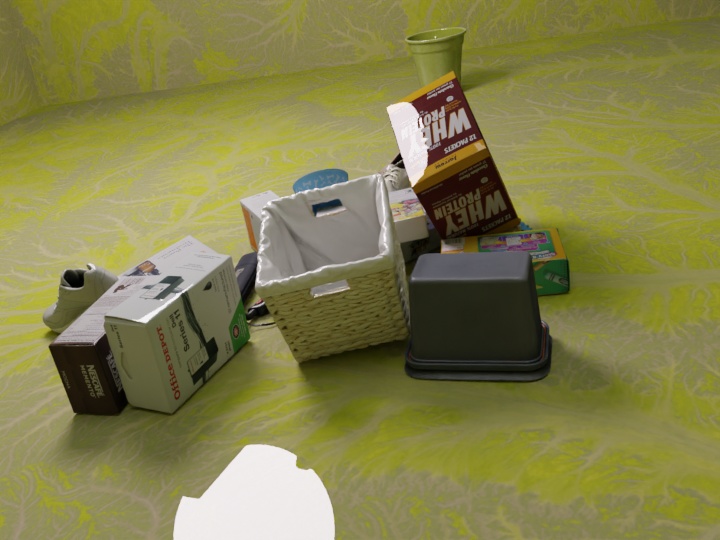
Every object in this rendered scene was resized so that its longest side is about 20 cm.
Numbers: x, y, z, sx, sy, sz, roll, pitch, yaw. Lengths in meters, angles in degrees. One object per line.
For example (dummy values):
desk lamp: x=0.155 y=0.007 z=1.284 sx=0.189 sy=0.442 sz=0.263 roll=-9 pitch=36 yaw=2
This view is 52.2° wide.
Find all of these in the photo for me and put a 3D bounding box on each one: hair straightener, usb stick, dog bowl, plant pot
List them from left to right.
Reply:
usb stick: x=-0.213 y=0.022 z=1.300 sx=0.054 sy=0.033 sz=0.201 roll=-6 pitch=26 yaw=11
hair straightener: x=-0.120 y=0.036 z=1.226 sx=0.076 sy=0.042 sz=0.199 roll=11 pitch=32 yaw=38
dog bowl: x=-0.059 y=-0.135 z=1.429 sx=0.109 sy=0.051 sz=0.200 roll=-17 pitch=-15 yaw=11
plant pot: x=0.251 y=-0.664 z=2.363 sx=0.194 sy=0.189 sz=0.201 roll=-8 pitch=24 yaw=4

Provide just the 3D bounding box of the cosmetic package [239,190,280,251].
cosmetic package: x=-0.161 y=-0.073 z=1.398 sx=0.070 sy=0.104 sz=0.199 roll=-19 pitch=26 yaw=-19

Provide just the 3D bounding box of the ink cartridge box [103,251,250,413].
ink cartridge box: x=-0.256 y=0.084 z=1.055 sx=0.081 sy=0.150 sz=0.200 roll=5 pitch=30 yaw=27

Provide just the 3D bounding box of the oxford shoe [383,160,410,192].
oxford shoe: x=0.061 y=-0.171 z=1.462 sx=0.073 sy=0.059 sz=0.200 roll=7 pitch=32 yaw=29

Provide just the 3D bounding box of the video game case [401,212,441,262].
video game case: x=0.076 y=-0.083 z=1.391 sx=0.178 sy=0.047 sz=0.198 roll=-24 pitch=28 yaw=-29

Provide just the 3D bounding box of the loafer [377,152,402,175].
loafer: x=0.070 y=-0.220 z=1.656 sx=0.070 sy=0.064 sz=0.200 roll=3 pitch=28 yaw=27

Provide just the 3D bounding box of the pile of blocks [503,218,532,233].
pile of blocks: x=0.262 y=-0.091 z=1.316 sx=0.080 sy=0.064 sz=0.200 roll=-16 pitch=26 yaw=-12

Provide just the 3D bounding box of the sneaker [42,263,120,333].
sneaker: x=-0.483 y=0.038 z=1.241 sx=0.197 sy=0.092 sz=0.077 roll=-23 pitch=42 yaw=27

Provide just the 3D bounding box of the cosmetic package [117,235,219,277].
cosmetic package: x=-0.350 y=0.022 z=1.304 sx=0.198 sy=0.053 sz=0.150 roll=-33 pitch=35 yaw=-24

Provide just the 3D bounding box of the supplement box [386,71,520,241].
supplement box: x=0.156 y=-0.177 z=1.241 sx=0.130 sy=0.198 sz=0.203 roll=-24 pitch=48 yaw=13

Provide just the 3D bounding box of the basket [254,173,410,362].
basket: x=-0.035 y=-0.005 z=1.068 sx=0.193 sy=0.163 sz=0.203 roll=-13 pitch=41 yaw=8

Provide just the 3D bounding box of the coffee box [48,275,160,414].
coffee box: x=-0.357 y=0.105 z=1.089 sx=0.078 sy=0.116 sz=0.201 roll=-3 pitch=27 yaw=15

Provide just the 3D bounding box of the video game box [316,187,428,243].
video game box: x=0.016 y=-0.086 z=1.297 sx=0.194 sy=0.048 sz=0.183 roll=-12 pitch=19 yaw=4

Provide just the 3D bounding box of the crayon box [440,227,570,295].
crayon box: x=0.224 y=-0.009 z=1.166 sx=0.194 sy=0.060 sz=0.120 roll=-6 pitch=26 yaw=10

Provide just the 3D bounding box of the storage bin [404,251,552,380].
storage bin: x=0.155 y=0.048 z=0.985 sx=0.194 sy=0.138 sz=0.146 roll=0 pitch=27 yaw=18
